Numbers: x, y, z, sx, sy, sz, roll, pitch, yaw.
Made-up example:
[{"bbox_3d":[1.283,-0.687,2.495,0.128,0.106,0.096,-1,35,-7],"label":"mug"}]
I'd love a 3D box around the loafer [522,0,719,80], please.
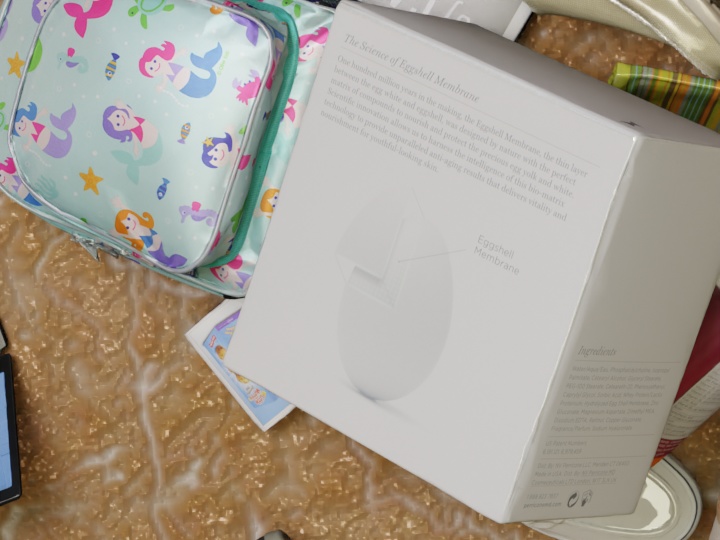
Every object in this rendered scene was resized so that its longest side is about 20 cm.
[{"bbox_3d":[0.122,-0.158,1.532,0.200,0.076,0.068,39,108,17],"label":"loafer"}]

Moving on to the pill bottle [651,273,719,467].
[{"bbox_3d":[0.176,0.009,1.520,0.110,0.110,0.200,45,118,0],"label":"pill bottle"}]

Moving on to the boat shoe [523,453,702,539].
[{"bbox_3d":[0.090,0.109,1.586,0.199,0.065,0.074,16,96,3],"label":"boat shoe"}]

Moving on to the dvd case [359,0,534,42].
[{"bbox_3d":[0.034,-0.184,1.587,0.150,0.025,0.201,30,96,2],"label":"dvd case"}]

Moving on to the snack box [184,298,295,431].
[{"bbox_3d":[0.000,0.000,1.592,0.200,0.024,0.072,-39,91,15],"label":"snack box"}]

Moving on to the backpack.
[{"bbox_3d":[-0.105,-0.090,1.538,0.199,0.150,0.178,25,102,23],"label":"backpack"}]

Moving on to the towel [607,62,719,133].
[{"bbox_3d":[0.227,-0.073,1.549,0.199,0.086,0.018,11,76,3],"label":"towel"}]

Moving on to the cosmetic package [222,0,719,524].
[{"bbox_3d":[0.064,-0.006,1.461,0.199,0.123,0.201,28,107,36],"label":"cosmetic package"}]

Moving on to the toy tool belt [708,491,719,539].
[{"bbox_3d":[0.284,0.140,1.546,0.199,0.125,0.124,11,104,3],"label":"toy tool belt"}]

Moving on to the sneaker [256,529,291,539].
[{"bbox_3d":[-0.061,0.249,1.605,0.106,0.075,0.201,-12,95,3],"label":"sneaker"}]

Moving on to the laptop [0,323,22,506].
[{"bbox_3d":[-0.291,0.053,1.595,0.176,0.103,0.201,-20,93,6],"label":"laptop"}]
